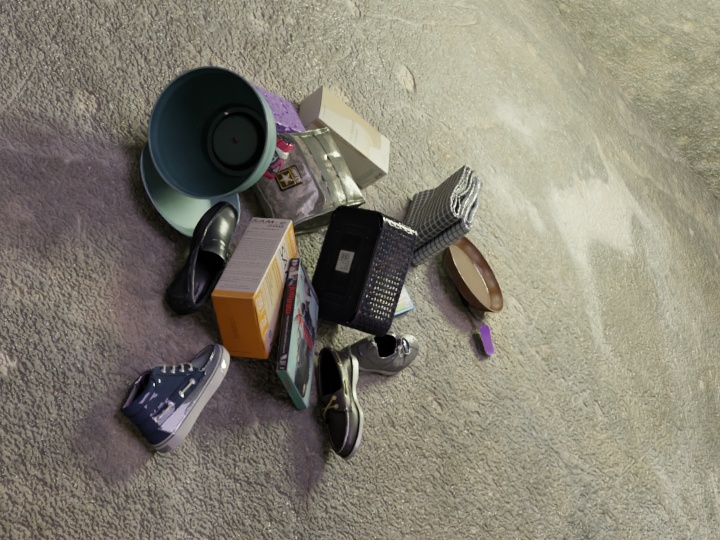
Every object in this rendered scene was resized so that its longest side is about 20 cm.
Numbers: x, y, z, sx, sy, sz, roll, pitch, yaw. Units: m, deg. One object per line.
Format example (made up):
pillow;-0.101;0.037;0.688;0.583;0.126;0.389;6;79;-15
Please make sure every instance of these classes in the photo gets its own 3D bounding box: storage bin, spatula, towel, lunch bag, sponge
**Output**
storage bin;0.000;0.000;1.700;0.093;0.135;0.202;19;86;-43
spatula;0.240;0.088;2.106;0.056;0.020;0.201;-3;64;-63
towel;0.169;-0.122;2.047;0.085;0.165;0.201;41;38;-15
lunch bag;-0.113;-0.157;1.757;0.199;0.117;0.165;-18;78;-49
sponge;-0.193;-0.304;1.810;0.199;0.030;0.112;16;36;-44

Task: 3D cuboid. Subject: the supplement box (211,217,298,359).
supplement box;-0.159;0.025;1.548;0.201;0.073;0.127;-70;158;-48

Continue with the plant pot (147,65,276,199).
plant pot;-0.216;-0.210;1.546;0.202;0.199;0.134;63;14;5

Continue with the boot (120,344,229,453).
boot;-0.256;0.154;1.376;0.091;0.072;0.201;51;35;-22

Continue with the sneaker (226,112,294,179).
sneaker;-0.202;-0.221;1.662;0.199;0.075;0.080;30;8;39

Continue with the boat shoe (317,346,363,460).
boat shoe;-0.040;0.217;1.616;0.060;0.072;0.202;28;38;-32

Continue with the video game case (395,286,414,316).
video game case;0.022;-0.002;1.899;0.143;0.018;0.201;-15;78;-56

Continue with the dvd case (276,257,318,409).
dvd case;-0.099;0.102;1.577;0.146;0.022;0.202;71;19;-57

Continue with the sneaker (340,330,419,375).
sneaker;0.055;0.147;1.773;0.199;0.082;0.075;-8;72;-54

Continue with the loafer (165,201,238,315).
loafer;-0.230;-0.021;1.499;0.068;0.070;0.202;43;55;-34

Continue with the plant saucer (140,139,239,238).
plant saucer;-0.282;-0.128;1.583;0.200;0.039;0.203;31;44;-35

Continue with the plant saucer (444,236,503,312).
plant saucer;0.242;0.010;2.136;0.200;0.034;0.201;41;30;-30

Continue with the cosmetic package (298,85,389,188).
cosmetic package;-0.033;-0.268;1.975;0.199;0.071;0.106;35;42;-32
